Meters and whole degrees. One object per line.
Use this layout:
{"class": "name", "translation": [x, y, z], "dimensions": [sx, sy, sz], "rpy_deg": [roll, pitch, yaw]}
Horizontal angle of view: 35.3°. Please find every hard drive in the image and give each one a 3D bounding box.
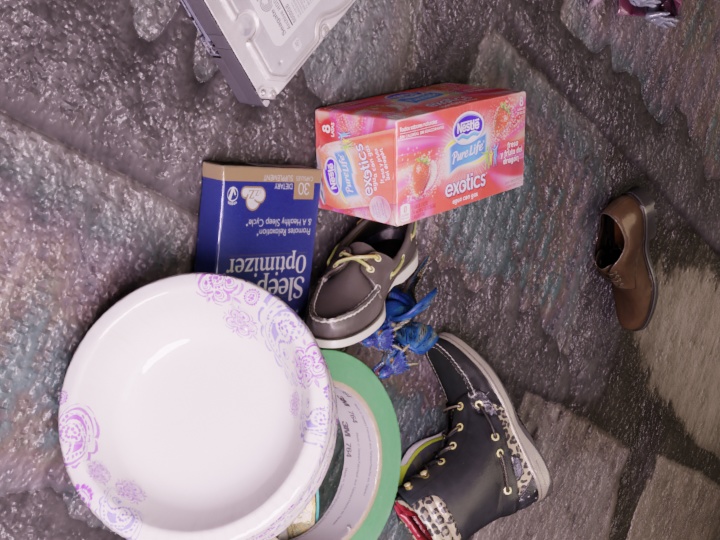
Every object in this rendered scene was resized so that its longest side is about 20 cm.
{"class": "hard drive", "translation": [-0.061, -0.252, 0.923], "dimensions": [0.201, 0.038, 0.140], "rpy_deg": [-53, 136, -25]}

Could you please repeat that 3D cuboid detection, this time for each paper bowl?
{"class": "paper bowl", "translation": [-0.115, 0.111, 0.847], "dimensions": [0.104, 0.199, 0.202], "rpy_deg": [79, 36, -72]}

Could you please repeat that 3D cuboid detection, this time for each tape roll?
{"class": "tape roll", "translation": [-0.050, 0.167, 0.974], "dimensions": [0.199, 0.048, 0.203], "rpy_deg": [-2, 92, -44]}

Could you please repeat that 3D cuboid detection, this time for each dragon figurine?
{"class": "dragon figurine", "translation": [0.043, 0.045, 1.085], "dimensions": [0.199, 0.099, 0.059], "rpy_deg": [-28, 121, -50]}

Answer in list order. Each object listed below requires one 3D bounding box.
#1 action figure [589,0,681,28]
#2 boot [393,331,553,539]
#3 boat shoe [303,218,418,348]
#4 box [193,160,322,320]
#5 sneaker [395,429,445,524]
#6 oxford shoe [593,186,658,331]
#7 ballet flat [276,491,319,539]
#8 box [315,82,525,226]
{"class": "action figure", "translation": [0.340, -0.394, 1.344], "dimensions": [0.134, 0.147, 0.202], "rpy_deg": [103, -10, -81]}
{"class": "boot", "translation": [0.089, 0.180, 1.166], "dimensions": [0.153, 0.073, 0.205], "rpy_deg": [-29, 83, -22]}
{"class": "boat shoe", "translation": [0.000, 0.000, 1.020], "dimensions": [0.201, 0.071, 0.061], "rpy_deg": [-52, 148, -56]}
{"class": "box", "translation": [-0.092, 0.010, 0.969], "dimensions": [0.121, 0.032, 0.202], "rpy_deg": [-4, 105, -50]}
{"class": "sneaker", "translation": [0.110, 0.213, 1.234], "dimensions": [0.199, 0.080, 0.075], "rpy_deg": [-34, 125, -39]}
{"class": "oxford shoe", "translation": [0.334, -0.004, 1.463], "dimensions": [0.084, 0.073, 0.202], "rpy_deg": [-25, 119, -24]}
{"class": "ballet flat", "translation": [-0.077, 0.266, 1.042], "dimensions": [0.070, 0.070, 0.202], "rpy_deg": [-12, 110, -48]}
{"class": "box", "translation": [0.059, -0.114, 1.059], "dimensions": [0.199, 0.102, 0.096], "rpy_deg": [-19, 115, -45]}
